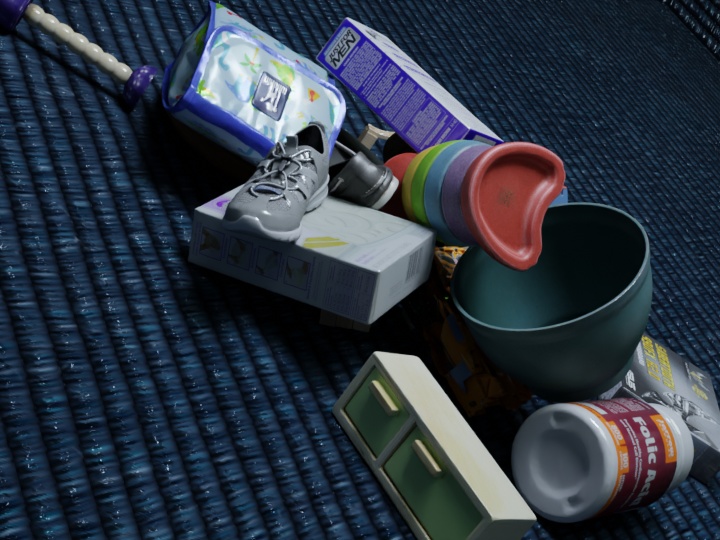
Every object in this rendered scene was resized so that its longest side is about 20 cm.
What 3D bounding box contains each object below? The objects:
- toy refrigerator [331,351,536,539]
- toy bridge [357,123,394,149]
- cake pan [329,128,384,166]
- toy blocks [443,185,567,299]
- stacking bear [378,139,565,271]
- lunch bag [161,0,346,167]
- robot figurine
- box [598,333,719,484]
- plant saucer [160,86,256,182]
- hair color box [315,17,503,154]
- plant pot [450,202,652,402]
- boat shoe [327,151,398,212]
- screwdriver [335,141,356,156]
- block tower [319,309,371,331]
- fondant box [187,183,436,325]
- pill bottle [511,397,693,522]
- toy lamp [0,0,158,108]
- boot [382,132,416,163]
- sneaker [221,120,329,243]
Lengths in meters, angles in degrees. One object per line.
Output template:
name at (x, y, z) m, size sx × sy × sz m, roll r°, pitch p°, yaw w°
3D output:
toy refrigerator at (0.060, 0.169, 1.363) m, size 0.070 × 0.076 × 0.200 m, roll 10°, pitch 35°, yaw -46°
toy bridge at (0.091, -0.132, 1.986) m, size 0.199 × 0.067 × 0.027 m, roll 31°, pitch 17°, yaw -13°
cake pan at (0.008, -0.096, 1.788) m, size 0.200 × 0.037 × 0.200 m, roll 43°, pitch 14°, yaw -13°
toy blocks at (0.172, -0.032, 1.759) m, size 0.198 × 0.138 × 0.100 m, roll -5°, pitch 5°, yaw -23°
stacking bear at (0.090, -0.078, 1.568) m, size 0.113 × 0.122 × 0.199 m, roll 26°, pitch -10°, yaw -34°
lunch bag at (-0.113, -0.175, 1.620) m, size 0.169 × 0.128 × 0.200 m, roll 29°, pitch 24°, yaw -18°
robot figurine at (0.107, 0.054, 1.624) m, size 0.145 × 0.058 × 0.201 m, roll -1°, pitch 61°, yaw -56°
box at (0.356, 0.148, 1.855) m, size 0.158 × 0.048 × 0.200 m, roll 32°, pitch 24°, yaw -9°
plant saucer at (-0.139, -0.154, 1.750) m, size 0.199 × 0.032 × 0.201 m, roll 31°, pitch 23°, yaw -15°
hair color box at (0.055, -0.188, 1.715) m, size 0.200 × 0.065 × 0.109 m, roll 46°, pitch 15°, yaw 21°
plant pot at (0.204, 0.045, 1.550) m, size 0.201 × 0.199 × 0.135 m, roll -104°, pitch 173°, yaw -57°
boat shoe at (-0.030, -0.091, 1.617) m, size 0.057 × 0.067 × 0.200 m, roll 45°, pitch -22°, yaw -19°
screwdriver at (-0.054, -0.165, 1.742) m, size 0.028 × 0.029 × 0.200 m, roll 37°, pitch -5°, yaw -40°
block tower at (0.000, 0.000, 1.606) m, size 0.054 × 0.058 × 0.200 m, roll 11°, pitch 22°, yaw 5°
fondant box at (-0.045, -0.024, 1.497) m, size 0.199 × 0.059 × 0.144 m, roll 18°, pitch 23°, yaw 20°
pill bottle at (0.247, 0.185, 1.547) m, size 0.199 × 0.114 × 0.114 m, roll 2°, pitch 41°, yaw -53°
toy lamp at (-0.313, -0.247, 1.651) m, size 0.199 × 0.058 × 0.058 m, roll 34°, pitch 23°, yaw -9°
boot at (0.088, -0.110, 1.873) m, size 0.176 × 0.066 × 0.200 m, roll 52°, pitch 10°, yaw -12°
sneaker at (-0.077, -0.086, 1.446) m, size 0.074 × 0.083 × 0.200 m, roll 13°, pitch 24°, yaw 7°
